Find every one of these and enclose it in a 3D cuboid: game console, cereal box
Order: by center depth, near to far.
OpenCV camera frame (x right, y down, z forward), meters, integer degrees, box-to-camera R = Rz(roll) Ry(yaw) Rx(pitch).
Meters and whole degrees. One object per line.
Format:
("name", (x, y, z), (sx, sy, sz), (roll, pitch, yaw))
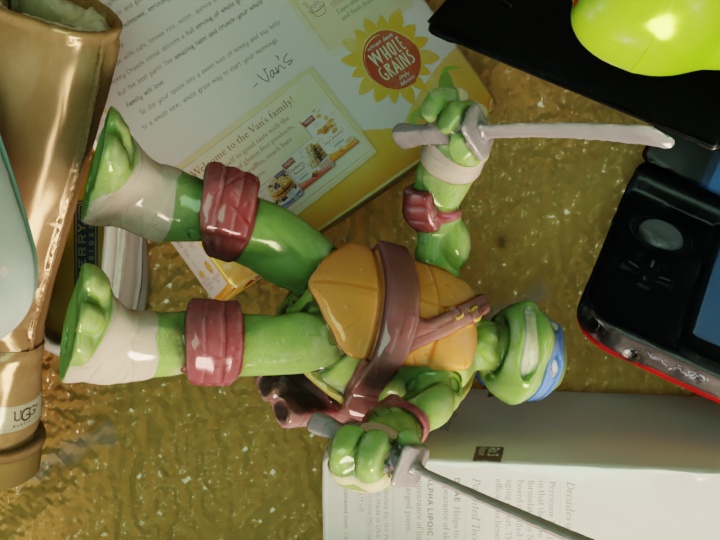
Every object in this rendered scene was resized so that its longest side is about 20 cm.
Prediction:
("game console", (0.208, -0.016, 0.872), (0.200, 0.172, 0.119), (24, 122, 5))
("cereal box", (-0.058, -0.107, 0.902), (0.144, 0.040, 0.200), (-35, 88, -20))

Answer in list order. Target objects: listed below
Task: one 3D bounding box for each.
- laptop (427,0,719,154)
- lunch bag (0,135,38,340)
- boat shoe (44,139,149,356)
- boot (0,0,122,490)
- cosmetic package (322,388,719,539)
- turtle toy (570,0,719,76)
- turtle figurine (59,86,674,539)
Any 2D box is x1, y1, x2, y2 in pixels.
("laptop", (0.168, -0.087, 0.873), (0.187, 0.116, 0.200), (-50, 114, -24))
("lunch bag", (-0.214, -0.017, 0.829), (0.200, 0.077, 0.160), (-23, 81, 41))
("boat shoe", (-0.128, -0.061, 0.924), (0.071, 0.070, 0.200), (-2, 94, 6))
("boot", (-0.178, -0.033, 0.890), (0.175, 0.066, 0.200), (23, 117, 24))
("cosmetic package", (0.089, 0.099, 0.887), (0.200, 0.113, 0.081), (0, 102, 5))
("turtle toy", (0.164, -0.099, 0.729), (0.200, 0.146, 0.101), (-16, 76, -16))
("turtle figurine", (0.000, 0.000, 0.784), (0.194, 0.200, 0.144), (11, 97, -12))
